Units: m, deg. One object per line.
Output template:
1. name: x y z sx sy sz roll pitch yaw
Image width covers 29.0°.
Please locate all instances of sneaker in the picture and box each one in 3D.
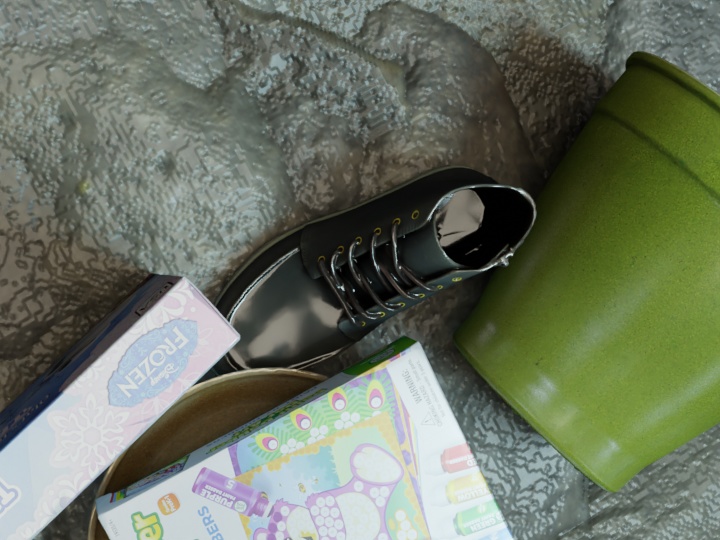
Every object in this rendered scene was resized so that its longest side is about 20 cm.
1. sneaker: 0.000 0.000 0.783 0.200 0.106 0.075 -34 98 -7

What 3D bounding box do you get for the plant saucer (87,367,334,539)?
1. plant saucer: -0.058 0.152 0.804 0.199 0.035 0.201 -2 97 -15

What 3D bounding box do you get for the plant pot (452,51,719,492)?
1. plant pot: 0.160 0.015 0.794 0.200 0.200 0.193 43 94 -11

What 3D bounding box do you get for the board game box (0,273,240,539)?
1. board game box: -0.158 0.083 0.701 0.200 0.199 0.043 -44 100 -9

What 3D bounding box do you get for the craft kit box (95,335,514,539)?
1. craft kit box: -0.014 0.169 0.769 0.197 0.049 0.201 -28 98 -8
